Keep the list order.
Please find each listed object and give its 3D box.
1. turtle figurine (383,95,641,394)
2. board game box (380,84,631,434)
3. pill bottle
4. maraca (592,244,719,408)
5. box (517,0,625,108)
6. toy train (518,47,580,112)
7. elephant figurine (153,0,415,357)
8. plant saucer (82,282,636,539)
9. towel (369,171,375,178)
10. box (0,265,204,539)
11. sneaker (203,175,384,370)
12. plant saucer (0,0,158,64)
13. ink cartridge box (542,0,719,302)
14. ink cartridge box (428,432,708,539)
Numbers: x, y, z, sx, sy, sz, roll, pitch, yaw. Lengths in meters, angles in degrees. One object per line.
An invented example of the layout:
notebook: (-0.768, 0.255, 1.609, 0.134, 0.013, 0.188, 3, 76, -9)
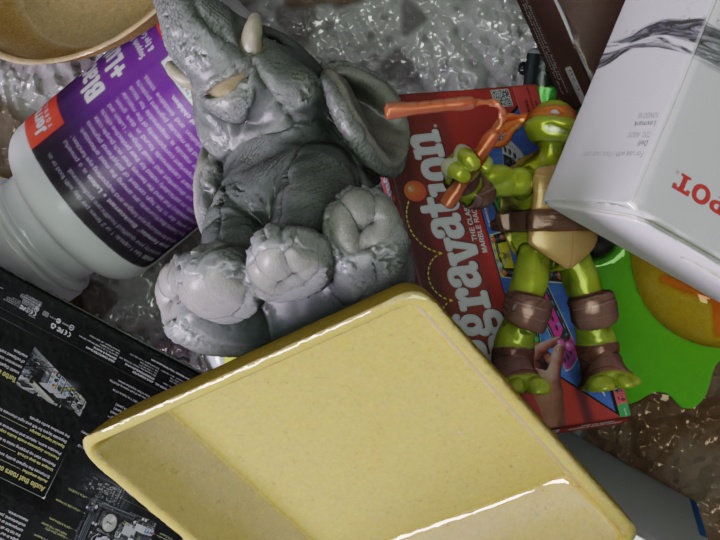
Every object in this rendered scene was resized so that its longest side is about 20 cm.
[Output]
turtle figurine: (0.091, -0.019, 0.766, 0.200, 0.064, 0.162, 1, 88, -33)
board game box: (0.073, -0.007, 0.819, 0.103, 0.019, 0.200, -7, 70, -19)
pill bottle: (-0.130, -0.066, 0.867, 0.200, 0.111, 0.111, -38, 93, 8)
maraca: (0.203, -0.009, 0.848, 0.200, 0.107, 0.137, -44, 99, 10)
box: (0.188, -0.173, 0.824, 0.200, 0.075, 0.100, -25, 96, -8)
toy train: (0.110, -0.039, 0.886, 0.056, 0.042, 0.200, 9, 95, 22)
elephant figurine: (-0.037, -0.061, 0.756, 0.141, 0.155, 0.200, -2, 59, -11)
plant saucer: (0.003, 0.092, 0.736, 0.200, 0.049, 0.200, -25, 126, 26)
towel: (-0.045, 0.030, 0.891, 0.018, 0.086, 0.200, 23, 101, 34)
box: (-0.189, 0.096, 0.799, 0.200, 0.086, 0.164, 30, 73, -21)
sneaker: (0.000, 0.000, 0.840, 0.200, 0.076, 0.075, -35, 132, -19)
plant saucer: (-0.141, -0.196, 0.847, 0.200, 0.035, 0.201, -13, 61, 25)
ink cartridge box: (0.196, -0.089, 0.729, 0.146, 0.084, 0.200, 27, 83, -24)
ink cartridge box: (0.088, 0.202, 0.867, 0.144, 0.147, 0.200, 29, 100, 2)
